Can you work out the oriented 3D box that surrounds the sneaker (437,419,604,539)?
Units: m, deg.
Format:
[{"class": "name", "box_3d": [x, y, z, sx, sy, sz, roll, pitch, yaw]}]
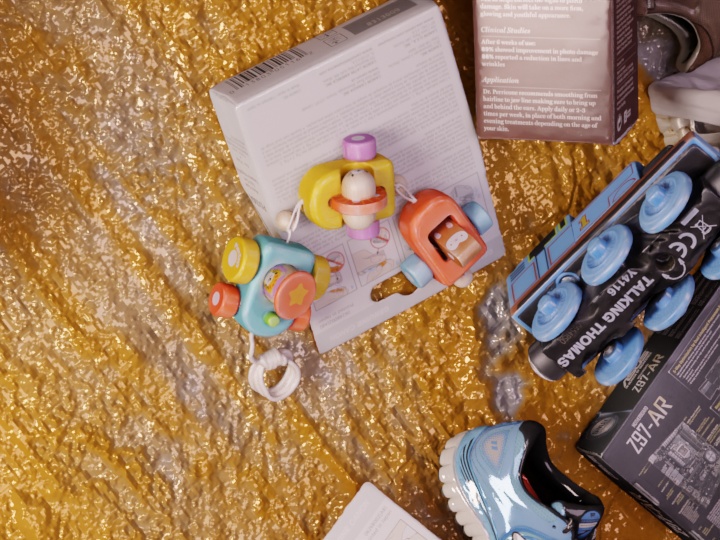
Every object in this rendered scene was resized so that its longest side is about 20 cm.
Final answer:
[{"class": "sneaker", "box_3d": [0.131, 0.193, 1.536, 0.201, 0.090, 0.078, 62, 32, 0]}]

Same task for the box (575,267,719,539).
[{"class": "box", "box_3d": [0.274, 0.098, 1.640, 0.160, 0.044, 0.200, 39, 81, -20]}]

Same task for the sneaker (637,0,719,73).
[{"class": "sneaker", "box_3d": [0.183, -0.212, 1.558, 0.200, 0.070, 0.076, 32, 88, -18]}]

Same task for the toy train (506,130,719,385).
[{"class": "toy train", "box_3d": [0.183, -0.011, 1.524, 0.087, 0.114, 0.200, 34, 113, -21]}]

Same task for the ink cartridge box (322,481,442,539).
[{"class": "ink cartridge box", "box_3d": [0.024, 0.265, 1.562, 0.200, 0.050, 0.162, 40, 81, -15]}]

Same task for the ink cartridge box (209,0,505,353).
[{"class": "ink cartridge box", "box_3d": [0.003, -0.066, 1.527, 0.160, 0.047, 0.201, -28, 121, -17]}]

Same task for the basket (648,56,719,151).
[{"class": "basket", "box_3d": [0.327, -0.100, 1.593, 0.199, 0.135, 0.124, -21, 105, -17]}]

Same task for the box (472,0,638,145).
[{"class": "box", "box_3d": [0.129, -0.189, 1.499, 0.100, 0.075, 0.201, 5, 111, 20]}]

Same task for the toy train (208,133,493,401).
[{"class": "toy train", "box_3d": [0.000, 0.000, 1.488, 0.200, 0.056, 0.151, -38, 122, -12]}]
